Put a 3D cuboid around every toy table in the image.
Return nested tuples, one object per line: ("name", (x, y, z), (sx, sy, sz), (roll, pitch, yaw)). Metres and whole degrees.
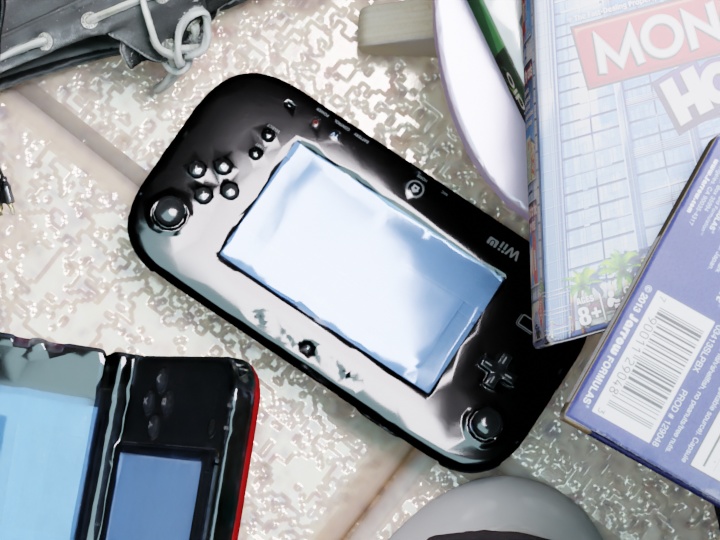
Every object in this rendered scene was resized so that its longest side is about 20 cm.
("toy table", (0.094, -0.111, 1.282), (0.184, 0.117, 0.200), (13, 85, -1))

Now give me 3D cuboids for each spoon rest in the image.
("spoon rest", (0.017, 0.155, 1.290), (0.200, 0.061, 0.099), (-18, 86, -17))

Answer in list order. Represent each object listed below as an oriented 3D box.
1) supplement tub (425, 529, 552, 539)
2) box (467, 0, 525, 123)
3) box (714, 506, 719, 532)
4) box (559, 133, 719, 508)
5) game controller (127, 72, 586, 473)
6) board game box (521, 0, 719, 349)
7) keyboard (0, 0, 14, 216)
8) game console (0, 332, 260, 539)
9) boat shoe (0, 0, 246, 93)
("supplement tub", (0.051, 0.215, 1.225), (0.107, 0.107, 0.200), (4, 114, -1))
("box", (0.128, -0.099, 1.208), (0.144, 0.036, 0.200), (-24, 86, -3))
("box", (0.254, 0.093, 1.264), (0.196, 0.117, 0.200), (-12, 86, -2))
("box", (0.189, 0.051, 1.106), (0.200, 0.032, 0.121), (29, 86, 1))
("game controller", (0.000, 0.000, 1.305), (0.200, 0.042, 0.104), (34, 84, 1))
("board game box", (0.138, -0.092, 1.159), (0.200, 0.062, 0.200), (-16, 88, -3))
("keyboard", (-0.205, -0.081, 1.253), (0.127, 0.021, 0.200), (3, 79, -1))
("game console", (-0.140, 0.126, 1.255), (0.119, 0.172, 0.200), (12, 83, -27))
("boat shoe", (-0.093, -0.115, 1.298), (0.199, 0.074, 0.068), (-11, 80, -2))
